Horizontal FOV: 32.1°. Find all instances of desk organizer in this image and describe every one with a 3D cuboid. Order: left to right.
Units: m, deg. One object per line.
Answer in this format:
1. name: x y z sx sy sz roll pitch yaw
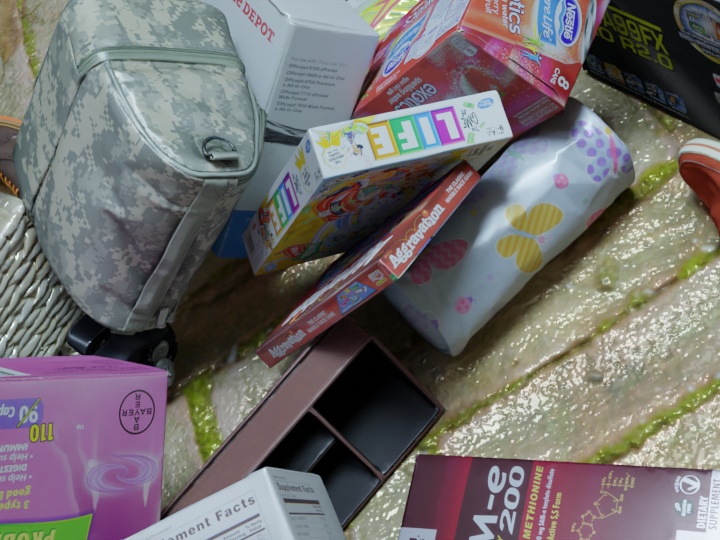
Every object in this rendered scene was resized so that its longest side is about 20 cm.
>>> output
1. desk organizer: -0.040 0.134 0.854 0.200 0.072 0.077 -48 51 -10

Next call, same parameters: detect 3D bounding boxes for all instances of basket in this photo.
1. basket: -0.331 0.046 1.019 0.198 0.161 0.199 15 65 34

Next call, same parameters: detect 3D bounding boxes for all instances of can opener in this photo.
1. can opener: -0.203 0.090 0.931 0.078 0.064 0.200 10 33 23

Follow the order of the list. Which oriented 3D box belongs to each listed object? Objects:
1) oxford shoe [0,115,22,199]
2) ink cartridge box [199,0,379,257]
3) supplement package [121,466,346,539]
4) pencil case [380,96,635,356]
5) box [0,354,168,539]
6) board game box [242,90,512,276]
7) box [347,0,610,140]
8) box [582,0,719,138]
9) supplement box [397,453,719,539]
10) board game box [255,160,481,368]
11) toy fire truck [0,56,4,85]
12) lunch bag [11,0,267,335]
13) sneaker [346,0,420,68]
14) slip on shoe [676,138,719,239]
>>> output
1. oxford shoe: -0.317 -0.097 1.174 0.198 0.071 0.074 2 63 29
2. ink cartridge box: -0.079 -0.133 0.986 0.145 0.083 0.202 52 130 43
3. supplement package: -0.046 0.228 0.715 0.113 0.109 0.202 -26 73 8
4. pencil case: 0.102 -0.031 0.887 0.200 0.083 0.091 -43 18 -4
5. box: -0.223 0.160 0.790 0.096 0.175 0.203 6 92 45
6. board game box: 0.004 -0.056 0.861 0.133 0.200 0.035 -15 78 -21
7. box: 0.079 -0.150 0.912 0.100 0.095 0.200 -64 16 -22
8. box: 0.218 -0.169 0.868 0.044 0.160 0.200 -46 49 -8
9. supplement box: 0.120 0.173 0.743 0.198 0.061 0.110 -2 57 29
10. board game box: 0.000 0.000 0.855 0.103 0.019 0.200 -51 8 -33
11. toy fire truck: -0.345 -0.090 0.949 0.198 0.129 0.177 -24 47 -6
12. lunch bag: -0.156 -0.071 0.902 0.200 0.138 0.169 -52 49 42
13. sneaker: 0.052 -0.218 1.061 0.200 0.078 0.090 -45 56 1
14. slip on shoe: 0.256 -0.011 0.797 0.061 0.074 0.201 -34 53 6
